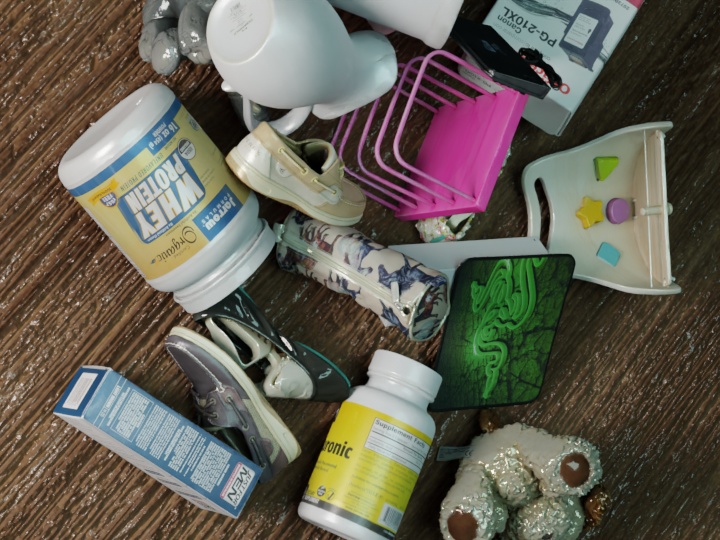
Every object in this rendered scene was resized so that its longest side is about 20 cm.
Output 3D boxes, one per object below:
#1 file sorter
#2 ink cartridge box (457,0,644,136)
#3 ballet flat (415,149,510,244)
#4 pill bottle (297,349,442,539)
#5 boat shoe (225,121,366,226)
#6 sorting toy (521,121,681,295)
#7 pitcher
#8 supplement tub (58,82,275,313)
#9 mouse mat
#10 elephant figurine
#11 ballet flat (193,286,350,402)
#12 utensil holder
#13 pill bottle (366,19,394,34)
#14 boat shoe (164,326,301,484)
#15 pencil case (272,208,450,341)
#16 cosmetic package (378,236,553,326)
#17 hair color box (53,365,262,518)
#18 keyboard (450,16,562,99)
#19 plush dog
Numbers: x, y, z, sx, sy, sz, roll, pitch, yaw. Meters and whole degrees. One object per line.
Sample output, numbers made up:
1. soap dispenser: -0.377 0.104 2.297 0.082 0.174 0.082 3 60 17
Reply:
1. file sorter: 0.063 -0.147 1.694 0.124 0.200 0.140 26 79 -21
2. ink cartridge box: 0.225 -0.282 1.814 0.144 0.084 0.201 32 75 3
3. ballet flat: 0.132 -0.111 1.804 0.075 0.064 0.202 31 76 -23
4. pill bottle: 0.017 0.195 1.718 0.111 0.111 0.202 29 77 -24
5. boat shoe: -0.050 -0.101 1.621 0.069 0.074 0.199 -51 145 16
6. sorting toy: 0.276 -0.069 1.864 0.178 0.107 0.203 -4 92 -20
7. pitcher: -0.079 -0.200 1.555 0.199 0.171 0.122 17 40 -57
8. supplement tub: -0.193 -0.072 1.591 0.145 0.144 0.201 -46 109 -19
9. mouse mat: 0.160 0.073 1.798 0.159 0.008 0.202 -3 118 -27
10. elephant figurine: -0.124 -0.238 1.652 0.199 0.155 0.143 21 47 -35
11. ballet flat: -0.101 0.092 1.675 0.199 0.068 0.069 40 51 -9
12. utensil holder: 0.016 -0.336 1.576 0.198 0.170 0.172 19 81 -6
13. pill bottle: 0.009 -0.369 1.713 0.112 0.112 0.201 -42 108 -20
14. boat shoe: -0.142 0.145 1.660 0.065 0.072 0.201 -49 116 -23
15. pencil case: 0.000 0.000 1.673 0.079 0.199 0.089 -63 157 4
16. cosmetic package: 0.116 0.012 1.781 0.198 0.051 0.083 -5 130 -27
17. hair color box: -0.207 0.175 1.609 0.199 0.100 0.061 37 73 -22
18. keyboard: 0.154 -0.224 1.667 0.126 0.200 0.021 13 114 -21
19. plush dog: 0.190 0.262 1.812 0.198 0.161 0.173 -29 120 4
